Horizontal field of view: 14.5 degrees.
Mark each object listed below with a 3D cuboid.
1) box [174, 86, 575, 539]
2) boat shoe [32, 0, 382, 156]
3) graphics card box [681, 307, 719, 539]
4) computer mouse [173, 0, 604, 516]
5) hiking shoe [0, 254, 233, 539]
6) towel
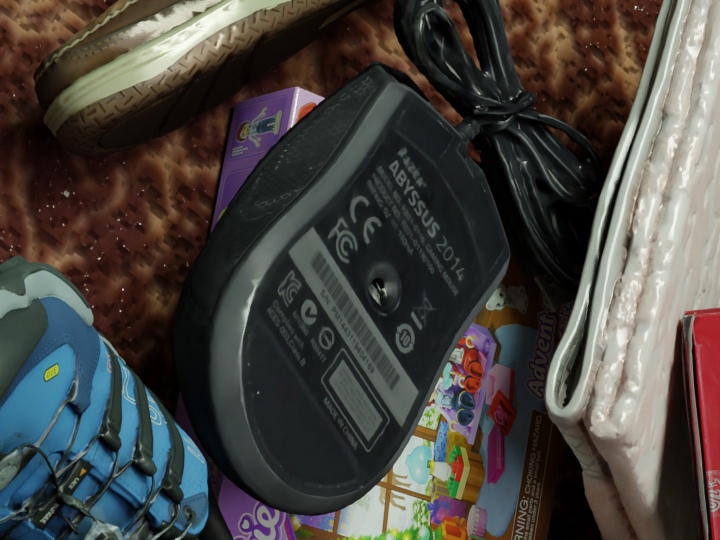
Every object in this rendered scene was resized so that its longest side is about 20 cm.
[{"bbox_3d":[0.004,0.056,0.938,0.137,0.039,0.201,20,73,-34],"label":"box"},{"bbox_3d":[-0.037,-0.107,0.917,0.202,0.075,0.075,-34,86,-37],"label":"boat shoe"},{"bbox_3d":[0.156,0.074,0.983,0.200,0.051,0.126,8,76,-74],"label":"graphics card box"},{"bbox_3d":[0.000,0.000,0.888,0.200,0.053,0.139,-50,122,-40],"label":"computer mouse"},{"bbox_3d":[-0.077,0.052,0.776,0.087,0.200,0.074,44,93,11],"label":"hiking shoe"},{"bbox_3d":[0.111,-0.005,0.972,0.191,0.032,0.201,61,43,-65],"label":"towel"}]
